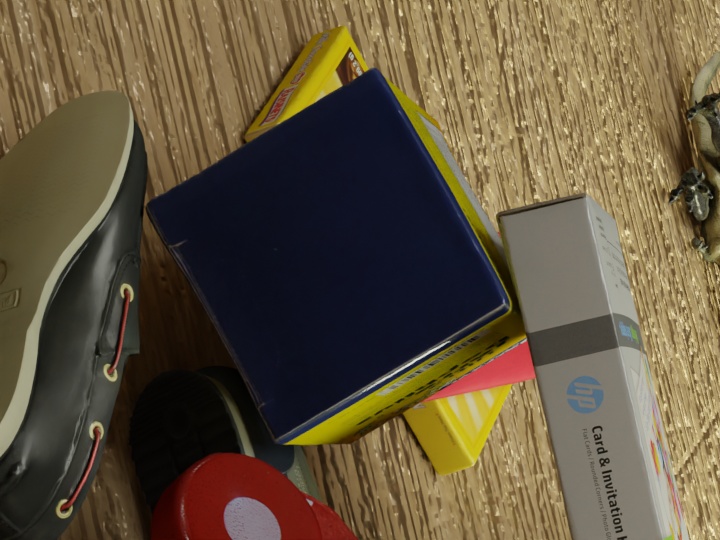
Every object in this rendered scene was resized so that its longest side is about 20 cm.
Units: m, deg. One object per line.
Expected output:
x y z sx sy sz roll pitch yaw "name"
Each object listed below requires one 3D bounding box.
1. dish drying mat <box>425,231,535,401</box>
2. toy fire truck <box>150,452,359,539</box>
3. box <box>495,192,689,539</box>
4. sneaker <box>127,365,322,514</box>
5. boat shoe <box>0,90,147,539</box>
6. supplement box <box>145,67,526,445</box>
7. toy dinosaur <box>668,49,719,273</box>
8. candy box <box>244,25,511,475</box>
0.041 0.021 1.422 0.200 0.018 0.077 -7 83 -58 "dish drying mat"
-0.032 0.173 1.098 0.167 0.112 0.201 31 44 -18 "toy fire truck"
0.103 0.074 1.212 0.156 0.041 0.201 20 58 -80 "box"
-0.031 0.135 1.224 0.082 0.070 0.201 -1 77 -59 "sneaker"
-0.120 0.017 1.135 0.063 0.073 0.202 51 38 -37 "boat shoe"
0.000 0.000 1.234 0.109 0.109 0.200 60 6 7 "supplement box"
0.216 -0.059 1.809 0.088 0.047 0.201 49 32 -62 "toy dinosaur"
0.015 -0.010 1.440 0.201 0.026 0.102 60 34 -21 "candy box"
